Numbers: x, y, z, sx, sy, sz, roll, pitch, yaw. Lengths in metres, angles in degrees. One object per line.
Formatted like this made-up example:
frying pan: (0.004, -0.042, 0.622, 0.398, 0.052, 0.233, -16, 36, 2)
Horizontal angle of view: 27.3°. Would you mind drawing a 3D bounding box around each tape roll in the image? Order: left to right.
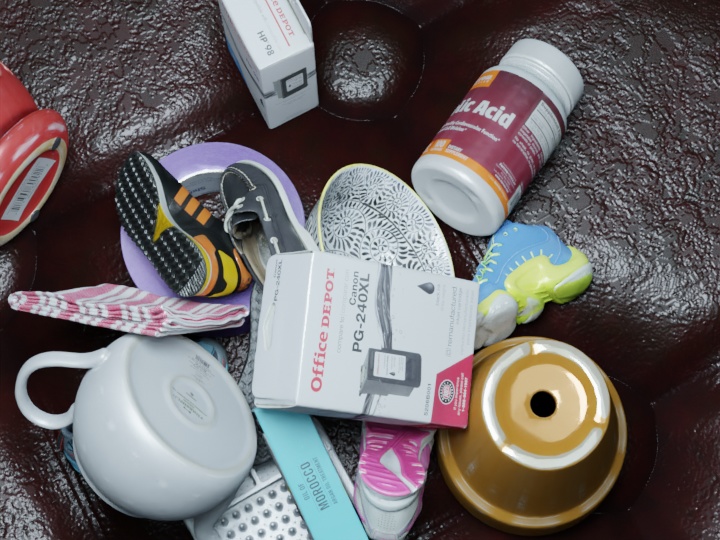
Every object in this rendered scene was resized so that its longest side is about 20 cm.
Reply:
tape roll: (-0.156, -0.033, 1.604, 0.197, 0.066, 0.203, 0, 74, 0)

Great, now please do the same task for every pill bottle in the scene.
pill bottle: (0.152, -0.147, 1.603, 0.113, 0.114, 0.201, 32, 67, 10)

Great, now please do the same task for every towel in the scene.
towel: (-0.229, 0.033, 1.473, 0.198, 0.146, 0.030, 9, 96, 30)

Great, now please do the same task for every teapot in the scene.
teapot: (-0.209, 0.163, 1.431, 0.146, 0.196, 0.201, -40, 67, 27)

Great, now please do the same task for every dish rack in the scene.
dish rack: (-0.079, 0.266, 1.524, 0.170, 0.044, 0.201, -28, 75, -8)

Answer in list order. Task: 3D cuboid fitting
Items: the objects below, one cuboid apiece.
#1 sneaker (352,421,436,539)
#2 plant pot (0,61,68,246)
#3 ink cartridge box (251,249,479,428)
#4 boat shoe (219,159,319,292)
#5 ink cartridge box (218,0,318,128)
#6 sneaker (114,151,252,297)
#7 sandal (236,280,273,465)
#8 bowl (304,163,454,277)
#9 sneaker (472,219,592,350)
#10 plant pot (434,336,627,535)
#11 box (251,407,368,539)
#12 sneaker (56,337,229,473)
sneaker: (0.028, 0.202, 1.488, 0.080, 0.200, 0.089, 12, 113, 6)
plant pot: (-0.423, -0.132, 1.568, 0.182, 0.201, 0.201, 34, 76, 8)
ink cartridge box: (0.007, 0.069, 1.415, 0.198, 0.083, 0.147, 10, 82, -32)
boat shoe: (-0.104, -0.041, 1.505, 0.060, 0.074, 0.201, -5, 46, -33)
ink cartridge box: (-0.101, -0.251, 1.598, 0.066, 0.200, 0.117, -26, 74, -7)
sneaker: (-0.184, -0.044, 1.546, 0.070, 0.089, 0.201, -54, 52, 24)
sandal: (-0.090, 0.101, 1.526, 0.074, 0.048, 0.203, 10, 83, -1)
bowl: (0.000, 0.000, 1.560, 0.199, 0.094, 0.203, 25, 52, -36)
sneaker: (0.146, 0.011, 1.579, 0.198, 0.076, 0.105, -21, 60, -28)
plant pot: (0.176, 0.152, 1.482, 0.197, 0.184, 0.203, 0, 73, 0)
box: (-0.042, 0.217, 1.454, 0.049, 0.082, 0.202, -25, 88, -8)
sneaker: (-0.222, 0.134, 1.530, 0.199, 0.096, 0.079, -37, 60, -10)
